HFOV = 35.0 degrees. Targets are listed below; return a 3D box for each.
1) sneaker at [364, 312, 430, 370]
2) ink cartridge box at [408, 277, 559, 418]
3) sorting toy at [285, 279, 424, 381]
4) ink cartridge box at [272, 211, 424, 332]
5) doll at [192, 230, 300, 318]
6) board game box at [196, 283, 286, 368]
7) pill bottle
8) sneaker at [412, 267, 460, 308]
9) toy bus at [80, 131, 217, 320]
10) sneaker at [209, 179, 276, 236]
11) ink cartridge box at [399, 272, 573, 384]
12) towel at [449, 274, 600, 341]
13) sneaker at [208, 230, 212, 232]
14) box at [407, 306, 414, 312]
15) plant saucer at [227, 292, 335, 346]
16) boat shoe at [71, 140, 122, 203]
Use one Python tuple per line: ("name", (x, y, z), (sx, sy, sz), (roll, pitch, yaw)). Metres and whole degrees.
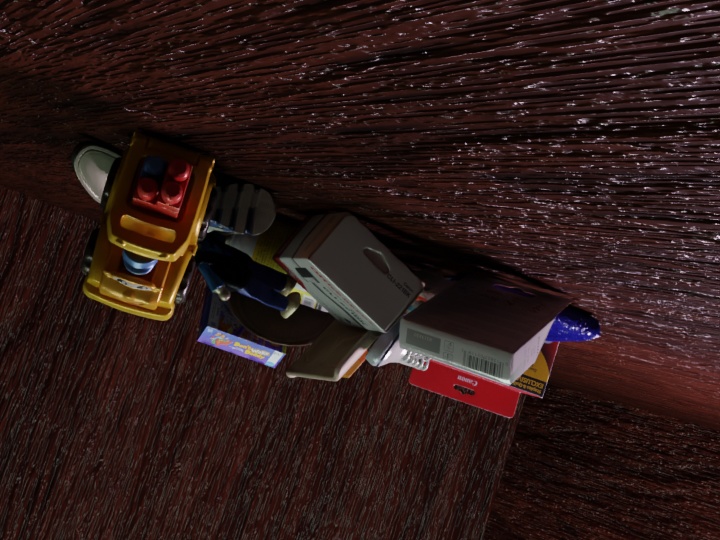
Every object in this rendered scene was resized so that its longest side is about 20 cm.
("sneaker", (0.069, 0.098, 1.529), (0.071, 0.073, 0.200), (39, -160, 12))
("ink cartridge box", (0.196, 0.125, 1.783), (0.198, 0.178, 0.084), (19, 175, -15))
("sorting toy", (-0.006, 0.089, 1.604), (0.037, 0.185, 0.200), (48, 159, -12))
("ink cartridge box", (-0.020, 0.001, 1.509), (0.144, 0.084, 0.200), (43, 168, -13))
("doll", (-0.175, -0.007, 1.555), (0.199, 0.048, 0.137), (27, -148, -31))
("board game box", (-0.178, 0.043, 1.825), (0.133, 0.202, 0.045), (21, 137, -19))
("pill bottle", (-0.121, -0.019, 1.734), (0.198, 0.114, 0.112), (19, 175, -2))
("sneaker", (0.106, 0.052, 1.649), (0.076, 0.083, 0.200), (-22, -162, -15))
("toy bus", (-0.241, -0.057, 1.332), (0.134, 0.202, 0.192), (18, 168, -11))
("sneaker", (-0.207, -0.086, 1.505), (0.197, 0.081, 0.115), (17, 173, -1))
("ink cartridge box", (0.165, 0.069, 1.482), (0.160, 0.051, 0.199), (16, -156, 28))
("towel", (0.235, 0.060, 1.669), (0.198, 0.050, 0.148), (20, 176, -17))
("sneaker", (-0.301, -0.103, 1.831), (0.199, 0.075, 0.087), (3, 154, 46))
("box", (0.062, 0.046, 1.795), (0.081, 0.050, 0.200), (18, -166, -2))
("plant saucer", (-0.116, 0.042, 1.785), (0.198, 0.202, 0.037), (18, 140, -2))
("boat shoe", (-0.350, -0.132, 1.617), (0.068, 0.072, 0.200), (43, -178, 28))
